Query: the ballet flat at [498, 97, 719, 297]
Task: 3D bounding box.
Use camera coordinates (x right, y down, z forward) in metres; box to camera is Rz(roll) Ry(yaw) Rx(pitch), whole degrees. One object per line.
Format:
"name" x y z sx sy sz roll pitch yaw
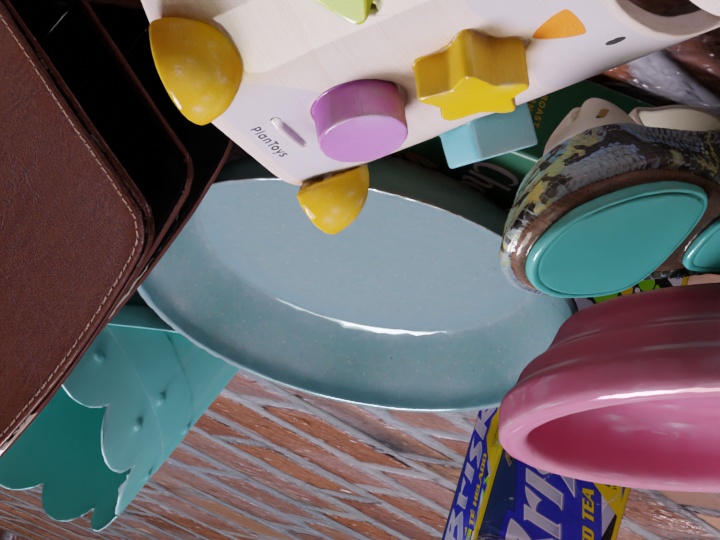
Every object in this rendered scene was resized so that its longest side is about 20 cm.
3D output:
"ballet flat" 0.103 -0.030 0.870 0.074 0.075 0.199 6 -177 39

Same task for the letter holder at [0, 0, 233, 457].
"letter holder" -0.137 0.006 0.946 0.100 0.200 0.143 1 -133 -54

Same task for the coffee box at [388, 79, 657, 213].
"coffee box" 0.035 -0.060 0.986 0.199 0.044 0.123 20 166 -9

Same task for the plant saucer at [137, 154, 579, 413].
"plant saucer" 0.000 0.000 1.024 0.198 0.036 0.200 10 152 6

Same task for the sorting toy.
"sorting toy" 0.039 -0.095 0.788 0.179 0.108 0.200 -11 155 25

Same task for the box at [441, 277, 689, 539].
"box" 0.092 0.080 1.129 0.070 0.201 0.064 19 167 -9

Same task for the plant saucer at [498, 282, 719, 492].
"plant saucer" 0.155 0.047 0.963 0.199 0.051 0.201 1 165 0

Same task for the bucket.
"bucket" -0.143 0.009 1.153 0.207 0.135 0.208 36 153 21

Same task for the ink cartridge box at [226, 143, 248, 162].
"ink cartridge box" -0.083 -0.036 1.255 0.094 0.037 0.200 21 164 -18
